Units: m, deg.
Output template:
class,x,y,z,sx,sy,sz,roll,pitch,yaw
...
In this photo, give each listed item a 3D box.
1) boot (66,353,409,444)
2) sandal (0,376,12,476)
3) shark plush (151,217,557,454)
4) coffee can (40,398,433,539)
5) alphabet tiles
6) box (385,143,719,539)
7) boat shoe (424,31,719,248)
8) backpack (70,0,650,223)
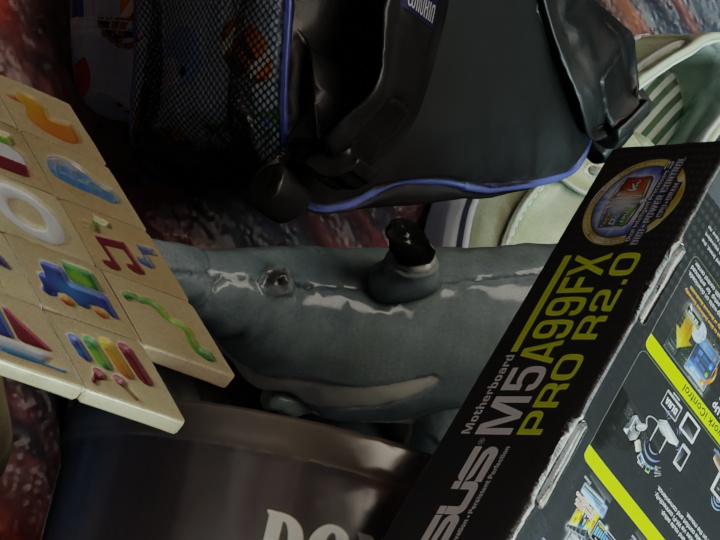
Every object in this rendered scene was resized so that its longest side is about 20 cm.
class,x,y,z,sx,sy,sz,roll,pitch,yaw
boot,-0.019,0.114,0.925,0.131,0.070,0.200,-17,76,-47
sandal,-0.137,-0.029,0.845,0.080,0.054,0.200,-2,69,-50
shark plush,0.000,0.000,0.901,0.200,0.083,0.091,22,52,-29
coffee can,-0.034,0.151,0.788,0.146,0.146,0.201,25,71,-39
alphabet tiles,-0.120,-0.033,0.755,0.166,0.006,0.200,22,24,-41
box,0.101,0.090,0.779,0.200,0.044,0.160,50,57,-30
boat shoe,0.085,-0.036,1.091,0.072,0.062,0.200,53,44,-18
backpack,-0.002,-0.122,0.945,0.200,0.154,0.191,-10,109,-55
